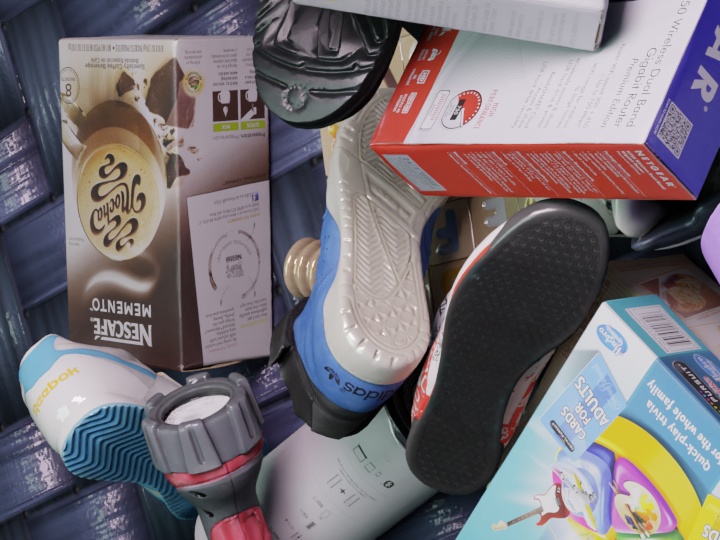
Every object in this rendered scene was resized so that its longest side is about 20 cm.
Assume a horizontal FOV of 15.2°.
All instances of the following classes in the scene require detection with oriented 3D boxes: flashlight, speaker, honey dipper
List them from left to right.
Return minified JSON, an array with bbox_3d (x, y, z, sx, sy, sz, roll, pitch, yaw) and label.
[{"bbox_3d":[-0.064,0.157,1.536,0.068,0.068,0.200,-4,116,32],"label":"flashlight"},{"bbox_3d":[-0.014,0.125,1.582,0.200,0.081,0.081,-42,66,41],"label":"speaker"},{"bbox_3d":[0.040,0.013,1.548,0.200,0.038,0.038,12,104,40],"label":"honey dipper"}]

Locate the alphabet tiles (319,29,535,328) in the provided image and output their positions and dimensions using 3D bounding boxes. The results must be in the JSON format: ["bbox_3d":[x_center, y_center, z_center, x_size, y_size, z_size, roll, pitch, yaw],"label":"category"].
[{"bbox_3d":[0.044,-0.070,1.522,0.166,0.006,0.201,-14,80,37],"label":"alphabet tiles"}]

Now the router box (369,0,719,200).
[{"bbox_3d":[0.118,-0.130,1.319,0.179,0.049,0.200,2,59,46],"label":"router box"}]

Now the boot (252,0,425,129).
[{"bbox_3d":[0.020,-0.147,1.416,0.076,0.168,0.201,4,75,25],"label":"boot"}]

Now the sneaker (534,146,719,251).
[{"bbox_3d":[0.140,-0.052,1.359,0.199,0.129,0.080,2,96,42],"label":"sneaker"}]

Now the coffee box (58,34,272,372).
[{"bbox_3d":[-0.120,-0.044,1.668,0.113,0.080,0.201,5,99,45],"label":"coffee box"}]

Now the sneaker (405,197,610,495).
[{"bbox_3d":[0.077,0.014,1.402,0.067,0.108,0.202,20,129,-3],"label":"sneaker"}]

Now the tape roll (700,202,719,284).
[{"bbox_3d":[0.253,-0.031,1.200,0.200,0.200,0.066,-45,65,40],"label":"tape roll"}]

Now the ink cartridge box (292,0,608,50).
[{"bbox_3d":[0.029,-0.205,1.302,0.047,0.199,0.198,95,-176,-57],"label":"ink cartridge box"}]

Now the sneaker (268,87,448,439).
[{"bbox_3d":[-0.001,0.000,1.483,0.111,0.077,0.200,125,156,-47],"label":"sneaker"}]

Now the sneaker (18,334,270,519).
[{"bbox_3d":[-0.125,0.091,1.620,0.077,0.200,0.081,-45,57,8],"label":"sneaker"}]

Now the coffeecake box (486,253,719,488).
[{"bbox_3d":[0.179,0.113,1.388,0.200,0.073,0.154,44,123,32],"label":"coffeecake box"}]

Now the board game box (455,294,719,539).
[{"bbox_3d":[0.134,0.137,1.349,0.151,0.047,0.200,48,124,30],"label":"board game box"}]
